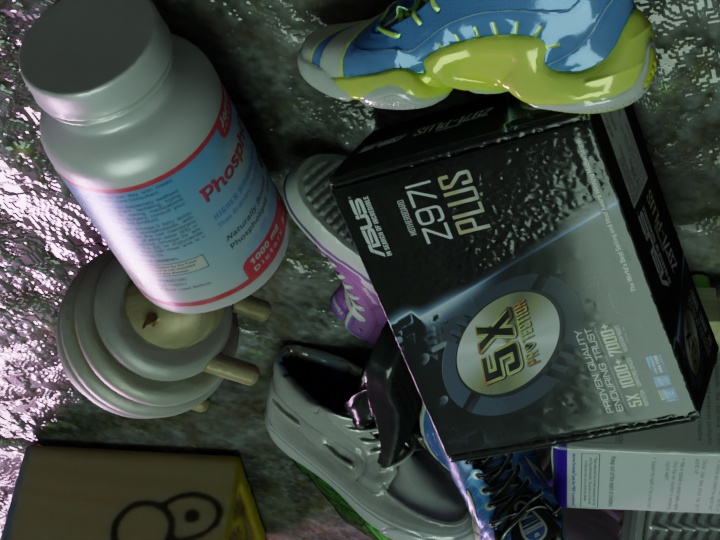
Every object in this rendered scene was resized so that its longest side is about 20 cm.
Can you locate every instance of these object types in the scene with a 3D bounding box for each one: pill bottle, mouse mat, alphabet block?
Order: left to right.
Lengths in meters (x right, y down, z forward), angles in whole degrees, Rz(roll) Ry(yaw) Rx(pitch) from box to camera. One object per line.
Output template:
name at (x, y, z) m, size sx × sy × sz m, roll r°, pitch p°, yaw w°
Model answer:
alphabet block at (-0.205, 0.286, 1.338) m, size 0.200 × 0.196 × 0.196 m, roll 3°, pitch 148°, yaw 8°
pill bottle at (-0.121, -0.069, 0.873) m, size 0.109 × 0.109 × 0.200 m, roll -4°, pitch 145°, yaw 16°
mouse mat at (0.027, 0.231, 1.283) m, size 0.161 × 0.008 × 0.200 m, roll 28°, pitch 165°, yaw 27°

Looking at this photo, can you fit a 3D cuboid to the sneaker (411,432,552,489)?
sneaker at (0.095, 0.168, 1.217) m, size 0.200 × 0.070 × 0.099 m, roll -14°, pitch 158°, yaw 39°

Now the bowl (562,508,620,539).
bowl at (0.164, 0.244, 1.269) m, size 0.201 × 0.090 × 0.201 m, roll 23°, pitch 161°, yaw 8°

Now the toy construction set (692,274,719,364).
toy construction set at (0.193, 0.023, 0.975) m, size 0.200 × 0.092 × 0.131 m, roll 14°, pitch 147°, yaw 10°

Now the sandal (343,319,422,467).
sandal at (0.017, 0.074, 1.013) m, size 0.048 × 0.075 × 0.200 m, roll 23°, pitch 156°, yaw 14°

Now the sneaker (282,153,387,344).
sneaker at (0.000, 0.001, 0.988) m, size 0.114 × 0.073 × 0.200 m, roll -21°, pitch 137°, yaw 40°

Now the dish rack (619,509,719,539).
dish rack at (0.279, 0.241, 1.194) m, size 0.200 × 0.172 × 0.044 m, roll 6°, pitch -178°, yaw -33°

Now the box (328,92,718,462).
box at (0.100, -0.001, 0.876) m, size 0.164 × 0.086 × 0.200 m, roll -13°, pitch 111°, yaw 28°

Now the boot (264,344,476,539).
boot at (0.009, 0.134, 1.129) m, size 0.200 × 0.074 × 0.096 m, roll 29°, pitch 146°, yaw 17°

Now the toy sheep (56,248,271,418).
toy sheep at (-0.147, 0.044, 1.030) m, size 0.138 × 0.138 × 0.200 m, roll 22°, pitch 150°, yaw -21°

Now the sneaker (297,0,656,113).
sneaker at (0.058, -0.143, 0.784) m, size 0.200 × 0.076 × 0.105 m, roll 4°, pitch 119°, yaw 19°

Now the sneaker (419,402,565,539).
sneaker at (0.108, 0.154, 1.057) m, size 0.079 × 0.089 × 0.200 m, roll -31°, pitch 119°, yaw -7°

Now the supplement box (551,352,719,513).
supplement box at (0.242, 0.112, 1.077) m, size 0.200 × 0.101 × 0.103 m, roll 1°, pitch 146°, yaw 10°
